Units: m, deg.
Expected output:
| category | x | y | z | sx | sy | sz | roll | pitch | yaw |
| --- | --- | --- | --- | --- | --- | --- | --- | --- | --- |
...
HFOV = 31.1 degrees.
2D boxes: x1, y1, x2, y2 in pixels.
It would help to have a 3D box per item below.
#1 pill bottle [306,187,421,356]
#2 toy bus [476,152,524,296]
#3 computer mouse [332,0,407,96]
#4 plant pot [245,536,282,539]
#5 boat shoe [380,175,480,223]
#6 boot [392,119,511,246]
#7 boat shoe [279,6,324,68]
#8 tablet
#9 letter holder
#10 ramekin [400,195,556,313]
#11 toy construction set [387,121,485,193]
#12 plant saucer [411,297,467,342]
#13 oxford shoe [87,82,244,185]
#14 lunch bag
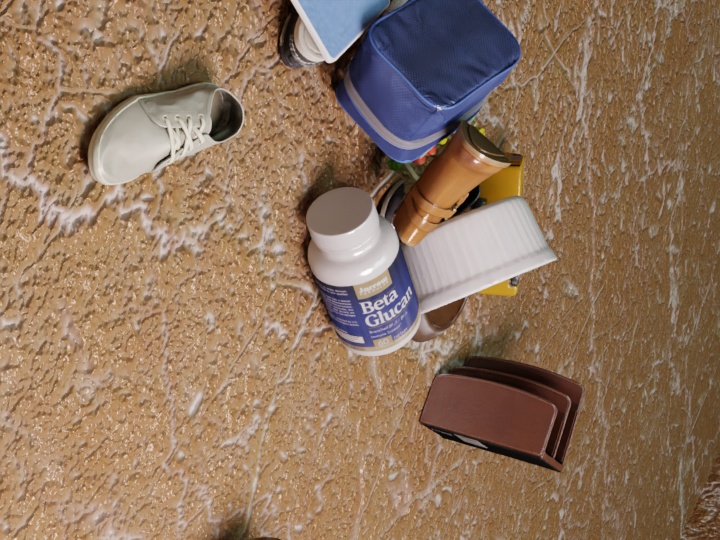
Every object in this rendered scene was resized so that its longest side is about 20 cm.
| category | x | y | z | sx | sy | sz | roll | pitch | yaw |
| --- | --- | --- | --- | --- | --- | --- | --- | --- | --- |
| pill bottle | 0.000 | 0.000 | 1.547 | 0.111 | 0.110 | 0.201 | -56 | 144 | -32 |
| toy bus | 0.205 | -0.067 | 1.906 | 0.078 | 0.065 | 0.201 | -65 | 156 | -63 |
| computer mouse | 0.033 | -0.276 | 1.560 | 0.110 | 0.044 | 0.201 | 38 | 68 | -56 |
| plant pot | -0.108 | 0.408 | 1.474 | 0.200 | 0.199 | 0.175 | -35 | 114 | -49 |
| boat shoe | 0.094 | -0.089 | 1.720 | 0.200 | 0.062 | 0.073 | -31 | 127 | -52 |
| boot | 0.097 | -0.093 | 1.501 | 0.155 | 0.074 | 0.200 | -48 | 178 | 8 |
| boat shoe | -0.029 | -0.304 | 1.430 | 0.074 | 0.060 | 0.201 | 35 | 63 | -25 |
| tablet | -0.048 | -0.334 | 1.361 | 0.130 | 0.014 | 0.201 | -50 | 120 | -35 |
| letter holder | 0.211 | 0.193 | 1.896 | 0.101 | 0.199 | 0.143 | 38 | 68 | -57 |
| ramekin | 0.145 | -0.022 | 1.676 | 0.200 | 0.200 | 0.098 | -19 | 86 | -56 |
| toy construction set | 0.091 | -0.154 | 1.673 | 0.200 | 0.092 | 0.132 | -62 | 149 | -43 |
| plant saucer | 0.115 | 0.007 | 1.829 | 0.200 | 0.032 | 0.202 | -32 | 129 | -51 |
| oxford shoe | -0.182 | -0.134 | 1.238 | 0.200 | 0.057 | 0.076 | -33 | 131 | -48 |
| lunch bag | 0.077 | -0.226 | 1.474 | 0.200 | 0.136 | 0.132 | -36 | 172 | -36 |
